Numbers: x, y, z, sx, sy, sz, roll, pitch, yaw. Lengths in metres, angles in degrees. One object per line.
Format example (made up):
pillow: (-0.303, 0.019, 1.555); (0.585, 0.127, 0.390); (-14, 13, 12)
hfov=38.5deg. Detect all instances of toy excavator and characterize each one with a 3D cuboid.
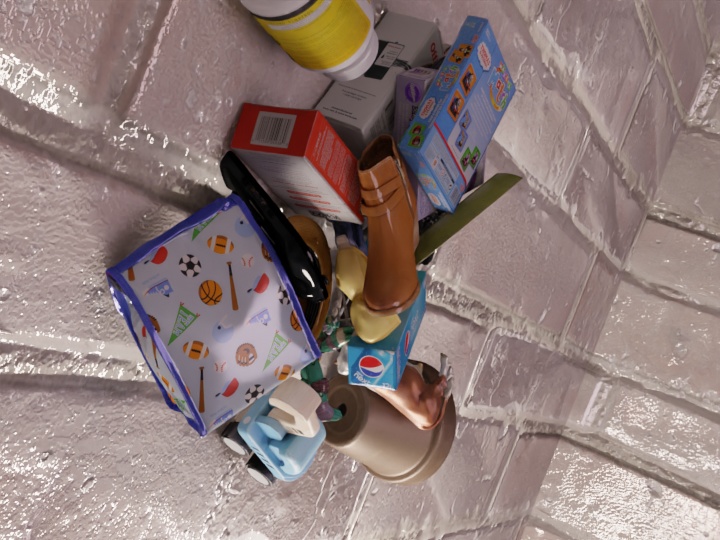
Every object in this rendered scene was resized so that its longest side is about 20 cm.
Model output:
toy excavator: (-0.092, 0.202, 1.340); (0.100, 0.198, 0.195); (-52, 126, -28)

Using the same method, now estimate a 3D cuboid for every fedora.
fedora: (-0.110, 0.026, 1.290); (0.200, 0.081, 0.203); (-31, 127, -51)

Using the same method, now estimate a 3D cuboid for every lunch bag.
lunch bag: (-0.163, 0.040, 1.109); (0.169, 0.123, 0.202); (-35, 119, -23)

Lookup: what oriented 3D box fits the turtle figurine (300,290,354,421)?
turtle figurine: (-0.058, 0.099, 1.434); (0.150, 0.099, 0.203); (-108, -160, -76)

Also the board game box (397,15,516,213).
board game box: (0.129, -0.198, 1.325); (0.202, 0.036, 0.151); (-61, 148, -15)

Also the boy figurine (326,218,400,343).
boy figurine: (0.000, 0.000, 1.352); (0.064, 0.202, 0.125); (-24, 142, 9)

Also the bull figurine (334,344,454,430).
bull figurine: (0.055, 0.147, 1.532); (0.122, 0.200, 0.065); (-52, -164, -13)

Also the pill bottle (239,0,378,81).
pill bottle: (-0.050, -0.287, 1.133); (0.113, 0.111, 0.200); (-65, 154, -6)

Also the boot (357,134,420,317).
boot: (0.026, -0.055, 1.248); (0.201, 0.073, 0.156); (-81, 161, -51)

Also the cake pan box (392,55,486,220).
cake pan box: (0.110, -0.189, 1.383); (0.184, 0.052, 0.203); (-30, 130, -50)

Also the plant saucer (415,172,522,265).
plant saucer: (0.140, -0.076, 1.439); (0.199, 0.031, 0.200); (-39, 178, -1)

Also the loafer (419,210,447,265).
loafer: (0.106, -0.090, 1.624); (0.202, 0.067, 0.071); (101, 4, -54)

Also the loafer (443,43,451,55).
loafer: (0.123, -0.239, 1.565); (0.072, 0.062, 0.203); (-12, 119, -59)

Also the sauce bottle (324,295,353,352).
sauce bottle: (0.017, 0.032, 1.530); (0.201, 0.066, 0.066); (-55, 154, 4)

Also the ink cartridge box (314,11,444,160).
ink cartridge box: (0.033, -0.221, 1.378); (0.201, 0.082, 0.147); (-55, 152, -24)

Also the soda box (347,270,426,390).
soda box: (0.039, 0.075, 1.403); (0.201, 0.067, 0.065); (-63, 155, -56)

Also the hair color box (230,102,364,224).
hair color box: (-0.065, -0.125, 1.235); (0.200, 0.100, 0.062); (48, 56, -63)

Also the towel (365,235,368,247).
towel: (0.059, -0.112, 1.493); (0.147, 0.022, 0.200); (-57, 176, -24)

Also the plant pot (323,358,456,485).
plant pot: (0.024, 0.232, 1.623); (0.174, 0.199, 0.203); (16, 95, -46)

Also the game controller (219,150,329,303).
game controller: (-0.097, -0.050, 1.142); (0.042, 0.200, 0.105); (-27, 141, -17)
